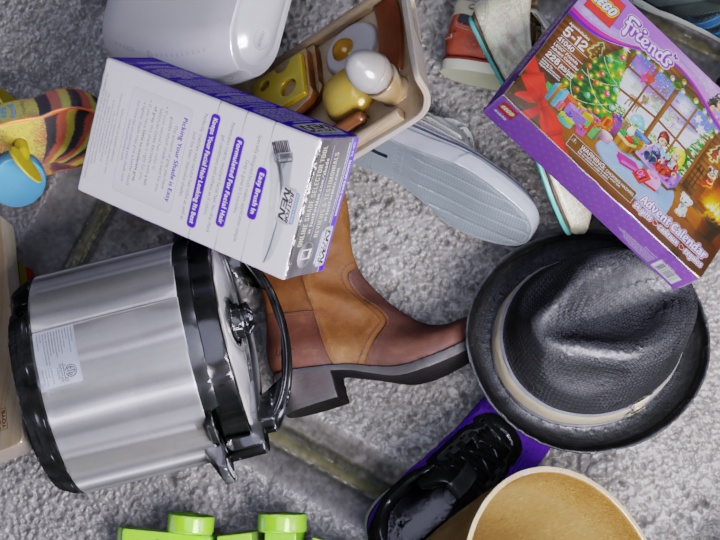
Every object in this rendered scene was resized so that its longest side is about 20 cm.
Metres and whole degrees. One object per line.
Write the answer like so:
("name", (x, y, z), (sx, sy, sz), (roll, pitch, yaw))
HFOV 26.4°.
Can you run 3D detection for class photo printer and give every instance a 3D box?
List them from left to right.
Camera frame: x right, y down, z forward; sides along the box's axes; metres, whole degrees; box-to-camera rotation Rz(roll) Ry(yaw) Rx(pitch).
("photo printer", (-0.124, -0.245, 1.235), (0.166, 0.069, 0.201), (11, 84, 39))

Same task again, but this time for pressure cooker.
("pressure cooker", (-0.152, 0.071, 1.172), (0.199, 0.179, 0.177), (-15, 114, 1))

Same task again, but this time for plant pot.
("plant pot", (0.090, 0.258, 1.120), (0.186, 0.200, 0.188), (15, 61, -31))

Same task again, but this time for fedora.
("fedora", (0.183, 0.040, 1.165), (0.199, 0.092, 0.202), (4, 67, -9))

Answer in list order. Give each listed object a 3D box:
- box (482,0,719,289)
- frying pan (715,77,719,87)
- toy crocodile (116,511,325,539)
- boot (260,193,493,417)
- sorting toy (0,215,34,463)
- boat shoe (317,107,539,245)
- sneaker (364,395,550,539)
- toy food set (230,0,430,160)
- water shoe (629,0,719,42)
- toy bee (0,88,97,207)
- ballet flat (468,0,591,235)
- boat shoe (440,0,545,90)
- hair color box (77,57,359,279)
("box", (0.205, -0.104, 1.137), (0.200, 0.039, 0.137), (41, 66, -7))
("frying pan", (0.318, -0.139, 1.214), (0.189, 0.031, 0.115), (-33, 125, 11))
("toy crocodile", (-0.099, 0.226, 1.220), (0.199, 0.062, 0.068), (-2, 84, 10))
("boot", (0.000, 0.000, 1.243), (0.187, 0.068, 0.201), (-18, 75, 10))
("sorting toy", (-0.342, 0.087, 1.221), (0.198, 0.070, 0.201), (-21, 61, 14))
("boat shoe", (0.063, -0.096, 1.230), (0.199, 0.074, 0.067), (31, 52, 6))
("sneaker", (0.085, 0.156, 1.185), (0.200, 0.100, 0.070), (-44, 84, 0))
("toy food set", (-0.035, -0.151, 1.193), (0.199, 0.060, 0.144), (-29, 50, 27))
("water shoe", (0.300, -0.217, 1.219), (0.199, 0.079, 0.072), (15, 85, 6))
("toy bee", (-0.296, -0.102, 1.234), (0.200, 0.109, 0.131), (-38, 42, -21))
("ballet flat", (0.148, -0.124, 1.174), (0.062, 0.067, 0.201), (-23, 99, 15))
("boat shoe", (0.164, -0.171, 1.234), (0.199, 0.071, 0.063), (12, 82, 11))
("hair color box", (-0.110, -0.081, 1.156), (0.199, 0.065, 0.110), (24, 107, 26))
